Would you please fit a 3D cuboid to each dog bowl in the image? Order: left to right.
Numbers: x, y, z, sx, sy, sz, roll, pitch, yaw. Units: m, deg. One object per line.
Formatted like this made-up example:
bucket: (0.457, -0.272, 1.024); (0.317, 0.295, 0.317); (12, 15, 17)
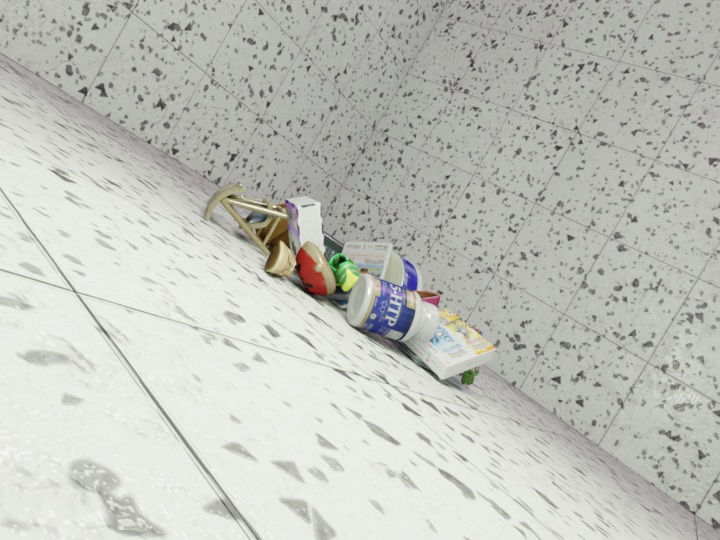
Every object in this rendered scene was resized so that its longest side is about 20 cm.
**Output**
dog bowl: (0.074, 0.057, 1.509); (0.078, 0.203, 0.199); (29, 3, -34)

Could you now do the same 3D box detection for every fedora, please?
fedora: (-0.235, -0.113, 1.676); (0.198, 0.199, 0.084); (31, 37, -36)

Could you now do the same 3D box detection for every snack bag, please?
snack bag: (0.174, 0.236, 1.444); (0.197, 0.022, 0.188); (33, 1, -25)

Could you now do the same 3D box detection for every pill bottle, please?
pill bottle: (0.077, 0.095, 1.264); (0.195, 0.123, 0.120); (19, 6, -19)

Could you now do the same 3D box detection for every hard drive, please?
hard drive: (-0.086, -0.017, 1.616); (0.197, 0.142, 0.033); (32, -1, -11)

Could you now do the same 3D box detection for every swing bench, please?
swing bench: (-0.315, -0.159, 1.492); (0.197, 0.132, 0.199); (32, 2, -20)

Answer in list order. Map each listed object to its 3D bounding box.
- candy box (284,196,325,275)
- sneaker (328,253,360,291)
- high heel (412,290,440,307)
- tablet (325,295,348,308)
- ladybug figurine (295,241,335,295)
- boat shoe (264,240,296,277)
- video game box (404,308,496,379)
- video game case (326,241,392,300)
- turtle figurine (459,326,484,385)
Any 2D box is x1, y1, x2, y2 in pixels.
candy box: (-0.149, -0.088, 1.481); (0.069, 0.207, 0.167); (-9, 16, -16)
sneaker: (-0.044, -0.005, 1.374); (0.086, 0.072, 0.199); (68, -13, -11)
high heel: (0.097, 0.056, 1.345); (0.196, 0.097, 0.068); (27, 40, -3)
tablet: (-0.053, 0.044, 1.501); (0.127, 0.014, 0.199); (-16, 31, -30)
ladybug figurine: (-0.113, 0.001, 1.306); (0.138, 0.071, 0.200); (61, -7, 2)
boat shoe: (-0.174, -0.022, 1.238); (0.063, 0.073, 0.200); (31, 1, -11)
video game box: (0.213, 0.178, 1.373); (0.196, 0.048, 0.182); (-9, 40, -40)
video game case: (0.000, 0.000, 1.468); (0.139, 0.203, 0.018); (3, -43, 18)
turtle figurine: (0.287, 0.274, 1.622); (0.146, 0.197, 0.194); (59, 24, -6)
